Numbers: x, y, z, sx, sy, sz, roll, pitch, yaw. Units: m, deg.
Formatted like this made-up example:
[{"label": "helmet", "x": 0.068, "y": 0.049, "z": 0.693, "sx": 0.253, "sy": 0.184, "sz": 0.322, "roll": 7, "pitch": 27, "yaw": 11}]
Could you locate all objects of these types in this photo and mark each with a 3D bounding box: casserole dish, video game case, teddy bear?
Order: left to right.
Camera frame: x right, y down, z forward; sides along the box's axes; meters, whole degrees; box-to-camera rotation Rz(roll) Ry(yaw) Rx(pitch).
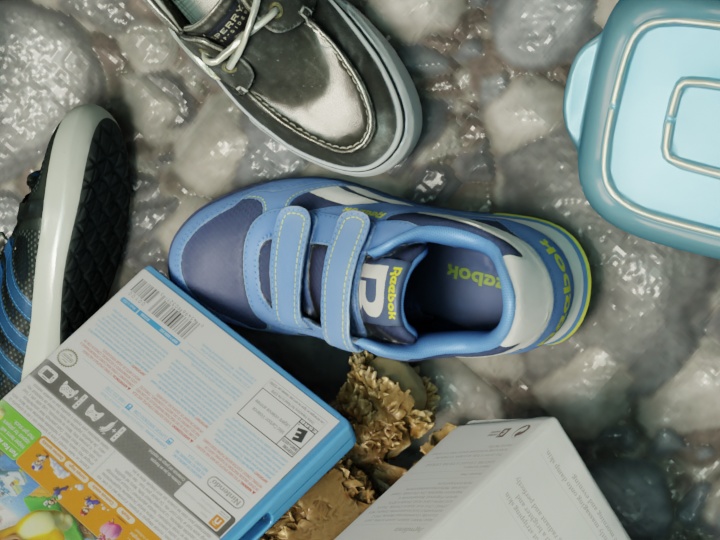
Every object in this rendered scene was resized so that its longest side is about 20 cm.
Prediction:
[{"label": "video game case", "x": -0.118, "y": 0.101, "z": 0.931, "sx": 0.200, "sy": 0.018, "sz": 0.143, "roll": -43, "pitch": 55, "yaw": -17}, {"label": "teddy bear", "x": -0.020, "y": 0.124, "z": 0.959, "sx": 0.144, "sy": 0.067, "sz": 0.201, "roll": 34, "pitch": 68, "yaw": -12}, {"label": "casserole dish", "x": 0.182, "y": -0.057, "z": 0.923, "sx": 0.198, "sy": 0.039, "sz": 0.122, "roll": 13, "pitch": 103, "yaw": 12}]

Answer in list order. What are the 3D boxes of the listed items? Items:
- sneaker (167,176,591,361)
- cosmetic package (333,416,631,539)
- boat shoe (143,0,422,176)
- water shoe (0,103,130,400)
[{"label": "sneaker", "x": 0.000, "y": 0.000, "z": 0.960, "sx": 0.198, "sy": 0.082, "sz": 0.075, "roll": 3, "pitch": 101, "yaw": 18}, {"label": "cosmetic package", "x": 0.025, "y": 0.163, "z": 0.890, "sx": 0.113, "sy": 0.200, "sz": 0.081, "roll": 59, "pitch": 152, "yaw": -11}, {"label": "boat shoe", "x": -0.058, "y": -0.115, "z": 0.963, "sx": 0.200, "sy": 0.071, "sz": 0.072, "roll": 43, "pitch": 107, "yaw": 5}, {"label": "water shoe", "x": -0.165, "y": 0.015, "z": 1.014, "sx": 0.078, "sy": 0.071, "sz": 0.202, "roll": 15, "pitch": 102, "yaw": 15}]
